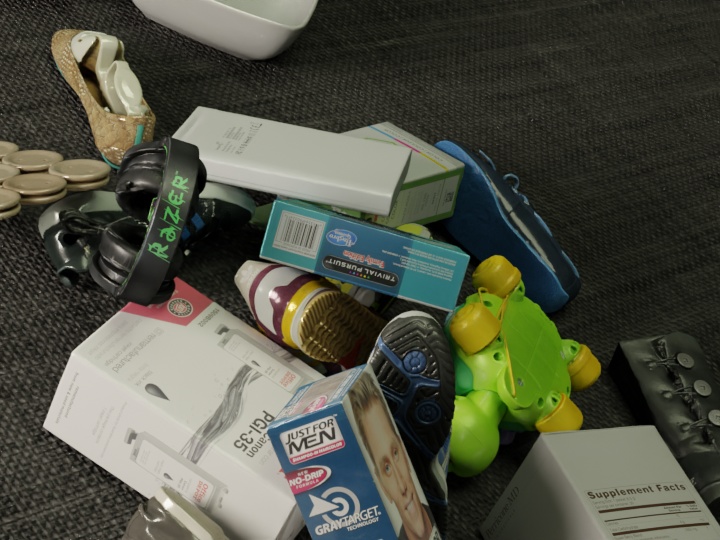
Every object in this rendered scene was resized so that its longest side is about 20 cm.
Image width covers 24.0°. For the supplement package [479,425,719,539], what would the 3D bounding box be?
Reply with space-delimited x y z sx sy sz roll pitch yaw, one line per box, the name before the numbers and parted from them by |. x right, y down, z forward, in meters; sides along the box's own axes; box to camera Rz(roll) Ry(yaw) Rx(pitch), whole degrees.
supplement package | 0.201 0.232 1.288 0.120 0.121 0.200 0 43 -32

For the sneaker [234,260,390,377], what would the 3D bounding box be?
sneaker | -0.029 0.044 1.357 0.090 0.075 0.200 32 -10 29

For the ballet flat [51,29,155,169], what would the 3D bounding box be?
ballet flat | -0.232 -0.177 1.569 0.070 0.065 0.200 -2 45 -35

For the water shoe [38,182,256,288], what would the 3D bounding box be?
water shoe | -0.175 -0.024 1.429 0.200 0.071 0.079 -6 69 -33

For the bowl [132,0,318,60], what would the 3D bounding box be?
bowl | -0.147 -0.299 1.769 0.200 0.075 0.200 23 35 -7

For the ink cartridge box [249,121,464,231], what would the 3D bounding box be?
ink cartridge box | -0.007 -0.077 1.573 0.104 0.059 0.200 31 32 33

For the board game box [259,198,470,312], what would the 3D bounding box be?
board game box | 0.005 -0.014 1.345 0.151 0.047 0.200 16 2 1

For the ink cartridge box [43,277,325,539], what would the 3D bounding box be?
ink cartridge box | -0.110 0.110 1.272 0.200 0.083 0.147 33 35 8

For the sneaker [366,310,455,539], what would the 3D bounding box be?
sneaker | 0.032 0.116 1.278 0.076 0.200 0.077 2 27 -2

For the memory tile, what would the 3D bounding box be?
memory tile | -0.316 -0.076 1.357 0.200 0.017 0.153 14 23 31

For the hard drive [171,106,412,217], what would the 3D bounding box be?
hard drive | -0.062 -0.098 1.490 0.200 0.026 0.132 12 23 5

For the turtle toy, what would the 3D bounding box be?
turtle toy | 0.111 0.092 1.421 0.146 0.101 0.200 48 36 -12

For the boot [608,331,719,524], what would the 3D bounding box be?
boot | 0.332 0.143 1.543 0.165 0.066 0.200 7 36 -28

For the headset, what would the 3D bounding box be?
headset | -0.172 -0.038 1.270 0.094 0.124 0.200 18 -8 -14

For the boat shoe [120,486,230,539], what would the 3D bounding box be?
boat shoe | -0.082 0.232 1.175 0.200 0.057 0.067 40 1 11

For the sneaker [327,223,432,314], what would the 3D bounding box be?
sneaker | 0.000 0.000 1.490 0.076 0.075 0.200 34 35 9

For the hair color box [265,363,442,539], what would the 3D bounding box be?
hair color box | 0.009 0.175 1.177 0.100 0.060 0.200 -49 117 -73

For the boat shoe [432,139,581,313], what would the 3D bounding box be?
boat shoe | 0.135 -0.041 1.642 0.069 0.084 0.200 -16 70 -53
